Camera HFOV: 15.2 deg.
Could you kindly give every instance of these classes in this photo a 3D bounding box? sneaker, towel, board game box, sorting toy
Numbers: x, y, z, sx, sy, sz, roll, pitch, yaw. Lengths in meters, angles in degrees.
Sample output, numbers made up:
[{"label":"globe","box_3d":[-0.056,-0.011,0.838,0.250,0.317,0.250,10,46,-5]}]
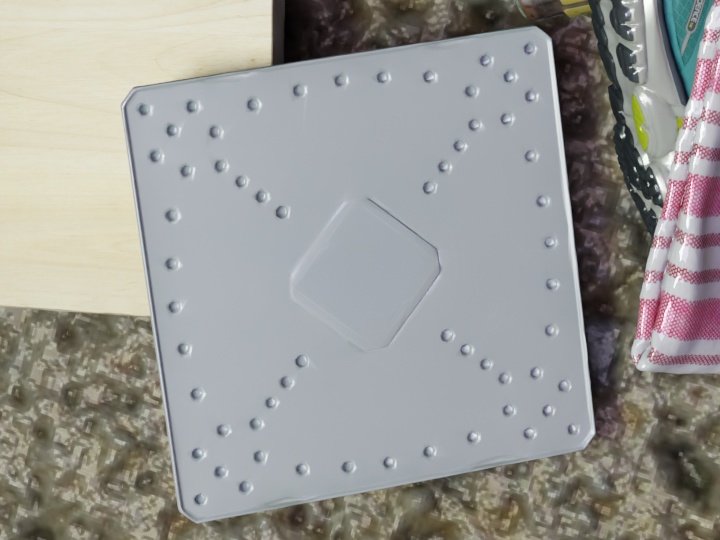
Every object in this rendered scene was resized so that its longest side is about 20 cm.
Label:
[{"label":"sneaker","box_3d":[0.155,-0.064,1.188,0.079,0.078,0.201,-16,124,-5]},{"label":"towel","box_3d":[0.195,-0.046,1.173,0.030,0.146,0.201,29,112,50]},{"label":"board game box","box_3d":[0.000,0.000,1.238,0.199,0.026,0.201,-10,101,-11]},{"label":"sorting toy","box_3d":[-0.128,-0.084,1.287,0.199,0.070,0.200,4,100,14]}]

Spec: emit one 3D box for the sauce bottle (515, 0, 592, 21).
[{"label":"sauce bottle","box_3d":[0.163,-0.159,1.199,0.199,0.065,0.065,-10,96,15]}]
